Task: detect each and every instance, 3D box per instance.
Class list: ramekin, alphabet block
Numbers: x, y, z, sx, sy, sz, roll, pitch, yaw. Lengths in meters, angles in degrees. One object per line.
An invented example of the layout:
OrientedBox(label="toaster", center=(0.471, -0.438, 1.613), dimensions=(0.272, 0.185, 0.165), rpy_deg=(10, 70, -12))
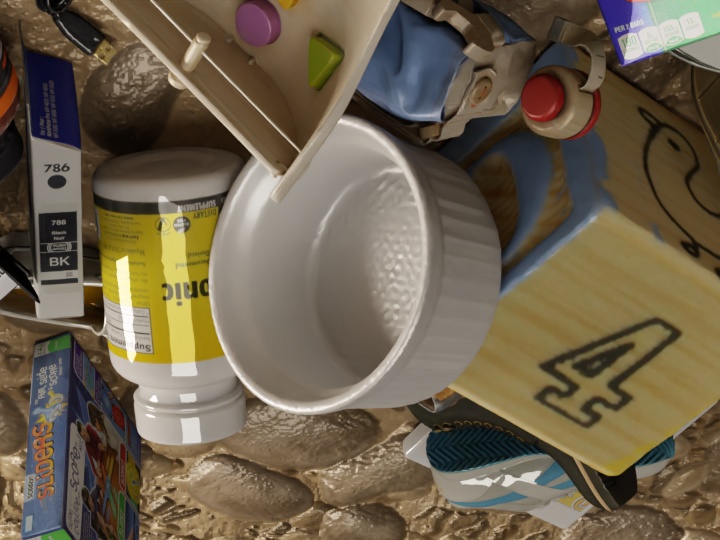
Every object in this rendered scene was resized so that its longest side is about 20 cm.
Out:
OrientedBox(label="ramekin", center=(0.000, 0.000, 1.393), dimensions=(0.098, 0.201, 0.200), rpy_deg=(10, 137, -48))
OrientedBox(label="alphabet block", center=(0.163, -0.005, 1.485), dimensions=(0.200, 0.195, 0.196), rpy_deg=(29, 126, -29))

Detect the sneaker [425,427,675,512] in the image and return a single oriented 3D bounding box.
OrientedBox(label="sneaker", center=(0.157, 0.152, 1.689), dimensions=(0.200, 0.077, 0.081), rpy_deg=(-5, 142, 9))

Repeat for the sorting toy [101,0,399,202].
OrientedBox(label="sorting toy", center=(-0.051, -0.181, 1.274), dimensions=(0.200, 0.107, 0.180), rpy_deg=(46, 123, 8))

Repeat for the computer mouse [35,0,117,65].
OrientedBox(label="computer mouse", center=(-0.124, -0.173, 1.401), dimensions=(0.200, 0.046, 0.140), rpy_deg=(31, 122, -29))

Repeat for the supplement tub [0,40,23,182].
OrientedBox(label="supplement tub", center=(-0.293, -0.143, 1.373), dimensions=(0.107, 0.107, 0.200), rpy_deg=(-14, 133, 8))

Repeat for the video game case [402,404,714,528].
OrientedBox(label="video game case", center=(0.166, 0.126, 1.723), dimensions=(0.182, 0.023, 0.200), rpy_deg=(26, 126, -27))

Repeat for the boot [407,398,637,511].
OrientedBox(label="boot", center=(0.118, 0.120, 1.634), dimensions=(0.138, 0.200, 0.077), rpy_deg=(-34, 170, 30))

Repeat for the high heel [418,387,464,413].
OrientedBox(label="high heel", center=(-0.005, 0.057, 1.550), dimensions=(0.200, 0.143, 0.071), rpy_deg=(-4, 126, 15))

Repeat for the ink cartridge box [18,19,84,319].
OrientedBox(label="ink cartridge box", center=(-0.217, -0.070, 1.452), dimensions=(0.039, 0.100, 0.200), rpy_deg=(-4, 135, -9))

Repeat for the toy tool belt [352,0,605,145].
OrientedBox(label="toy tool belt", center=(0.047, -0.141, 1.332), dimensions=(0.123, 0.200, 0.125), rpy_deg=(5, 112, -50))

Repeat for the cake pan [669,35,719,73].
OrientedBox(label="cake pan", center=(0.267, -0.216, 1.367), dimensions=(0.200, 0.037, 0.200), rpy_deg=(0, 118, 1))

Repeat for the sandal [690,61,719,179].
OrientedBox(label="sandal", center=(0.282, -0.087, 1.454), dimensions=(0.080, 0.054, 0.200), rpy_deg=(-18, 90, -6))

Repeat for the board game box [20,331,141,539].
OrientedBox(label="board game box", center=(-0.214, 0.165, 1.605), dimensions=(0.034, 0.200, 0.135), rpy_deg=(-17, 132, 11))

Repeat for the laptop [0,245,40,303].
OrientedBox(label="laptop", center=(-0.335, -0.017, 1.446), dimensions=(0.187, 0.116, 0.200), rpy_deg=(43, 121, -15))

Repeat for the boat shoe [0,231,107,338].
OrientedBox(label="boat shoe", center=(-0.185, 0.024, 1.564), dimensions=(0.200, 0.070, 0.071), rpy_deg=(13, 131, -16))

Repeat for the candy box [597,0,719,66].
OrientedBox(label="candy box", center=(0.210, -0.252, 1.284), dimensions=(0.169, 0.077, 0.200), rpy_deg=(-19, 103, 13))

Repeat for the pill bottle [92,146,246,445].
OrientedBox(label="pill bottle", center=(-0.130, 0.019, 1.487), dimensions=(0.111, 0.111, 0.200), rpy_deg=(-4, 107, -1))
